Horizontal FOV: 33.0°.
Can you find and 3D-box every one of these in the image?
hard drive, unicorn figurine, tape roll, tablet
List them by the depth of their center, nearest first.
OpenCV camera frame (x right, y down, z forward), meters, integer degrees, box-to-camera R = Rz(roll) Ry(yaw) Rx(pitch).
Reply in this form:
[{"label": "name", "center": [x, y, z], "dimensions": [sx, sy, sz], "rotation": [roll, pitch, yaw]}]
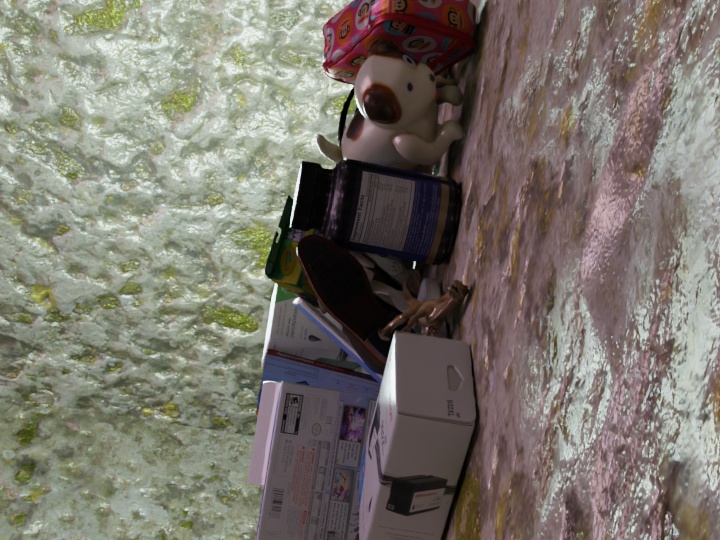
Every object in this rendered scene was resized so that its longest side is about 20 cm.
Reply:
[{"label": "hard drive", "center": [0.078, 0.111, 1.477], "dimensions": [0.200, 0.026, 0.133], "rotation": [-91, 12, -65]}, {"label": "unicorn figurine", "center": [0.000, 0.000, 1.636], "dimensions": [0.074, 0.199, 0.138], "rotation": [-1, 68, 53]}, {"label": "tape roll", "center": [-0.045, 0.233, 1.643], "dimensions": [0.203, 0.201, 0.140], "rotation": [132, 148, -80]}, {"label": "tablet", "center": [-0.014, 0.107, 1.682], "dimensions": [0.014, 0.200, 0.130], "rotation": [-47, 3, -6]}]

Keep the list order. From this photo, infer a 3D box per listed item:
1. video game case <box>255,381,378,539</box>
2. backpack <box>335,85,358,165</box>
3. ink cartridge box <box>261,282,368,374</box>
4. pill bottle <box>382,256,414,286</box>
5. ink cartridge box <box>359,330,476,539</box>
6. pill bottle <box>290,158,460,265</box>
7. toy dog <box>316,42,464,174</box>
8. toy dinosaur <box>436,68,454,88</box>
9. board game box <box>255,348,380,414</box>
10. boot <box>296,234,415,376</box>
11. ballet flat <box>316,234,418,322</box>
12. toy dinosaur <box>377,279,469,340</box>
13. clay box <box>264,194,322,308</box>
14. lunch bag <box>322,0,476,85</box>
[{"label": "video game case", "center": [-0.026, 0.251, 1.517], "dimensions": [0.045, 0.180, 0.201], "rotation": [128, 151, -80]}, {"label": "backpack", "center": [0.038, -0.214, 1.873], "dimensions": [0.167, 0.126, 0.201], "rotation": [84, -153, -63]}, {"label": "ink cartridge box", "center": [-0.042, 0.091, 1.871], "dimensions": [0.084, 0.199, 0.146], "rotation": [110, 169, -48]}, {"label": "pill bottle", "center": [0.026, -0.021, 1.808], "dimensions": [0.111, 0.110, 0.201], "rotation": [112, 167, -67]}, {"label": "ink cartridge box", "center": [0.055, 0.187, 1.277], "dimensions": [0.145, 0.083, 0.201], "rotation": [-88, 9, -58]}, {"label": "pill bottle", "center": [0.017, -0.077, 1.519], "dimensions": [0.112, 0.199, 0.113], "rotation": [-170, 90, -85]}, {"label": "toy dog", "center": [0.043, -0.203, 1.572], "dimensions": [0.200, 0.193, 0.140], "rotation": [92, -167, -59]}, {"label": "toy dinosaur", "center": [0.113, -0.312, 1.760], "dimensions": [0.200, 0.047, 0.089], "rotation": [-85, -1, -66]}, {"label": "board game box", "center": [-0.051, 0.189, 1.795], "dimensions": [0.019, 0.199, 0.104], "rotation": [-54, -23, -70]}, {"label": "boot", "center": [-0.016, 0.050, 1.500], "dimensions": [0.075, 0.200, 0.097], "rotation": [-36, -10, -24]}, {"label": "ballet flat", "center": [0.013, 0.015, 1.563], "dimensions": [0.068, 0.199, 0.067], "rotation": [-63, 26, -8]}, {"label": "toy dinosaur", "center": [0.074, 0.054, 1.402], "dimensions": [0.101, 0.058, 0.200], "rotation": [-46, 10, -15]}, {"label": "clay box", "center": [-0.063, -0.020, 1.667], "dimensions": [0.200, 0.047, 0.116], "rotation": [38, -113, -67]}, {"label": "lunch bag", "center": [0.059, -0.304, 1.611], "dimensions": [0.200, 0.175, 0.082], "rotation": [-25, 60, 57]}]
